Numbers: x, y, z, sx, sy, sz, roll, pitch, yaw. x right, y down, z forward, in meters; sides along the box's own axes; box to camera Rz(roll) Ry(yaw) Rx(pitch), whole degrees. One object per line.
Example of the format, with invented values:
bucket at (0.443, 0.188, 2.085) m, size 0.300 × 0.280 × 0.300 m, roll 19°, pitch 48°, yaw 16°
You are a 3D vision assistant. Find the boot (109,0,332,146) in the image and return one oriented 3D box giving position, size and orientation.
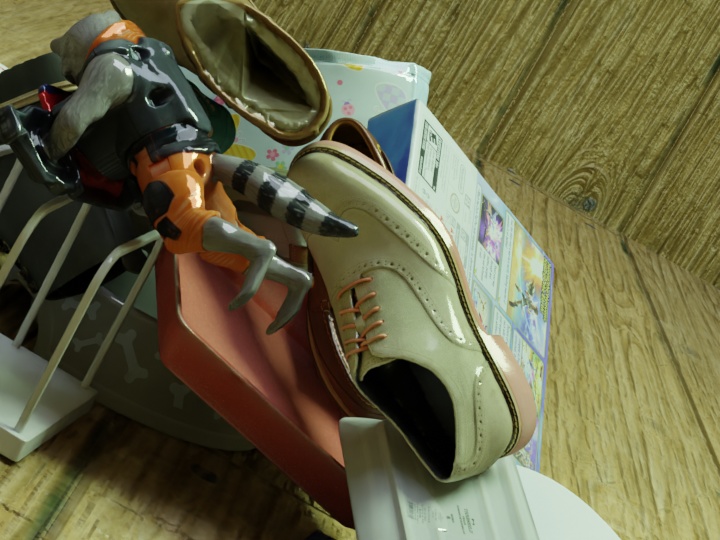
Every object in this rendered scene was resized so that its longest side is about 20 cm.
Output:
boot at (-0.082, -0.137, 1.208) m, size 0.175 × 0.066 × 0.200 m, roll 37°, pitch 2°, yaw 1°

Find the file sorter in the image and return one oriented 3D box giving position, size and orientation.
file sorter at (-0.222, -0.012, 1.151) m, size 0.200 × 0.125 × 0.139 m, roll 31°, pitch 11°, yaw 4°

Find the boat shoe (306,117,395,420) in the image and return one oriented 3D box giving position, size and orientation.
boat shoe at (0.000, 0.000, 1.240) m, size 0.072 × 0.068 × 0.200 m, roll -8°, pitch 57°, yaw -4°

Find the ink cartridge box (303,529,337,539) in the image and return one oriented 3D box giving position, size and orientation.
ink cartridge box at (0.045, 0.194, 1.126) m, size 0.200 × 0.041 × 0.200 m, roll 31°, pitch 11°, yaw 8°

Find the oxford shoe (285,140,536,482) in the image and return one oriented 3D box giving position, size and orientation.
oxford shoe at (0.017, 0.020, 1.131) m, size 0.200 × 0.071 × 0.074 m, roll 54°, pitch 39°, yaw 6°

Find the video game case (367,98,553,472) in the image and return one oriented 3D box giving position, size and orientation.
video game case at (0.059, 0.021, 1.386) m, size 0.181 × 0.045 × 0.200 m, roll 48°, pitch 36°, yaw -35°

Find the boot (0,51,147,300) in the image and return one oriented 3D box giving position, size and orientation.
boot at (-0.222, -0.029, 1.268) m, size 0.077 × 0.200 × 0.139 m, roll -1°, pitch 69°, yaw -55°

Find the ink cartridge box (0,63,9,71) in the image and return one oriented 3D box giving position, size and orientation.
ink cartridge box at (-0.333, -0.129, 1.496) m, size 0.146 × 0.084 × 0.200 m, roll 34°, pitch 12°, yaw 18°

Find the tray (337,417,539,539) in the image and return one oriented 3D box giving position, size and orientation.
tray at (0.050, 0.135, 1.109) m, size 0.107 × 0.022 × 0.200 m, roll 12°, pitch 28°, yaw -13°

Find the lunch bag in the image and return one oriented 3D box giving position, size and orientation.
lunch bag at (-0.052, -0.062, 1.493) m, size 0.200 × 0.170 × 0.127 m, roll 1°, pitch -9°, yaw 23°

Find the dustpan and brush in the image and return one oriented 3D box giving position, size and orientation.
dustpan and brush at (0.079, 0.140, 1.217) m, size 0.139 × 0.057 × 0.200 m, roll 15°, pitch 26°, yaw -14°

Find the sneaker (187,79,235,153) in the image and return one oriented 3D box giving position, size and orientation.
sneaker at (-0.143, -0.099, 1.349) m, size 0.080 × 0.078 × 0.200 m, roll 13°, pitch 7°, yaw -29°

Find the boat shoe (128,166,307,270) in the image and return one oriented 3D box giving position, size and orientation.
boat shoe at (-0.119, -0.036, 1.361) m, size 0.200 × 0.069 × 0.075 m, roll 12°, pitch 20°, yaw 20°

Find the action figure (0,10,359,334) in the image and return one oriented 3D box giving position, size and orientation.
action figure at (-0.090, -0.059, 1.128) m, size 0.194 × 0.105 × 0.200 m, roll 51°, pitch 15°, yaw 11°

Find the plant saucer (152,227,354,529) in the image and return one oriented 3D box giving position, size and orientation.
plant saucer at (-0.054, 0.051, 1.241) m, size 0.200 × 0.037 × 0.200 m, roll 45°, pitch 16°, yaw -26°

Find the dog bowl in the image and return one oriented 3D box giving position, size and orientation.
dog bowl at (-0.134, 0.035, 1.341) m, size 0.200 × 0.059 × 0.200 m, roll 29°, pitch 10°, yaw -6°
